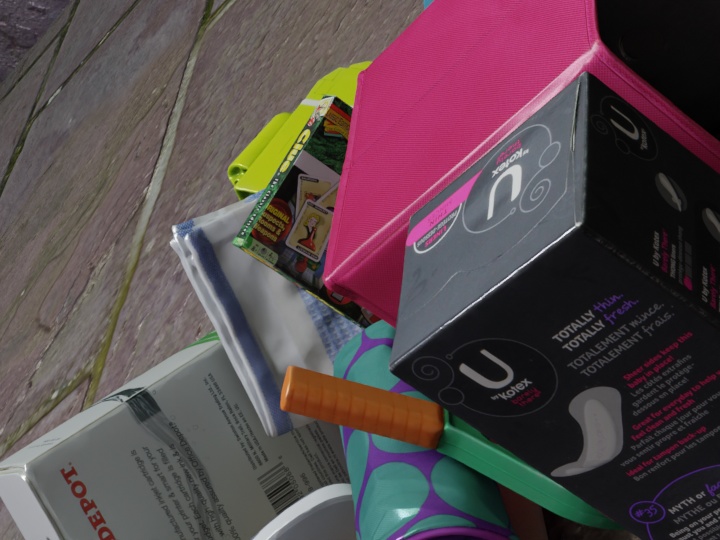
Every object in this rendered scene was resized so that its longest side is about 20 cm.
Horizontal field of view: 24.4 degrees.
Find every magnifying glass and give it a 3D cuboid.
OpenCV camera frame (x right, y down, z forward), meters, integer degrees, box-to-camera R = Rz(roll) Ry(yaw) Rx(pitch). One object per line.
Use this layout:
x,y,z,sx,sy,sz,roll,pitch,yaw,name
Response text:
0.059,0.081,0.821,0.080,0.200,0.022,-89,15,-59,magnifying glass

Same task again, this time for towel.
0.000,0.000,1.030,0.200,0.147,0.024,-25,3,-4,towel

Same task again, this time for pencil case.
0.038,0.104,0.879,0.200,0.092,0.085,-98,28,-58,pencil case

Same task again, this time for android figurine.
0.000,-0.076,1.121,0.182,0.041,0.200,11,50,33,android figurine

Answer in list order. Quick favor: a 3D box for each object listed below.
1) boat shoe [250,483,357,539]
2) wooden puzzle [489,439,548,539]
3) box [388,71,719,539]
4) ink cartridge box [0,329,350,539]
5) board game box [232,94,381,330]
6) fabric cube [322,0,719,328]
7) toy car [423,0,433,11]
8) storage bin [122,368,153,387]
-0.066,0.189,0.961,0.200,0.074,0.065,-46,28,10,boat shoe
0.030,0.184,0.944,0.200,0.046,0.185,-42,25,21,wooden puzzle
0.128,0.029,0.736,0.122,0.200,0.106,-39,27,35,box
-0.113,0.136,1.064,0.200,0.147,0.083,-31,7,-30,ink cartridge box
0.033,-0.006,0.990,0.105,0.200,0.023,-60,20,-10,board game box
0.123,-0.059,0.881,0.199,0.196,0.200,-41,26,33,fabric cube
0.174,-0.223,1.094,0.184,0.200,0.177,23,120,49,toy car
-0.131,0.168,1.179,0.145,0.134,0.200,-26,35,52,storage bin
